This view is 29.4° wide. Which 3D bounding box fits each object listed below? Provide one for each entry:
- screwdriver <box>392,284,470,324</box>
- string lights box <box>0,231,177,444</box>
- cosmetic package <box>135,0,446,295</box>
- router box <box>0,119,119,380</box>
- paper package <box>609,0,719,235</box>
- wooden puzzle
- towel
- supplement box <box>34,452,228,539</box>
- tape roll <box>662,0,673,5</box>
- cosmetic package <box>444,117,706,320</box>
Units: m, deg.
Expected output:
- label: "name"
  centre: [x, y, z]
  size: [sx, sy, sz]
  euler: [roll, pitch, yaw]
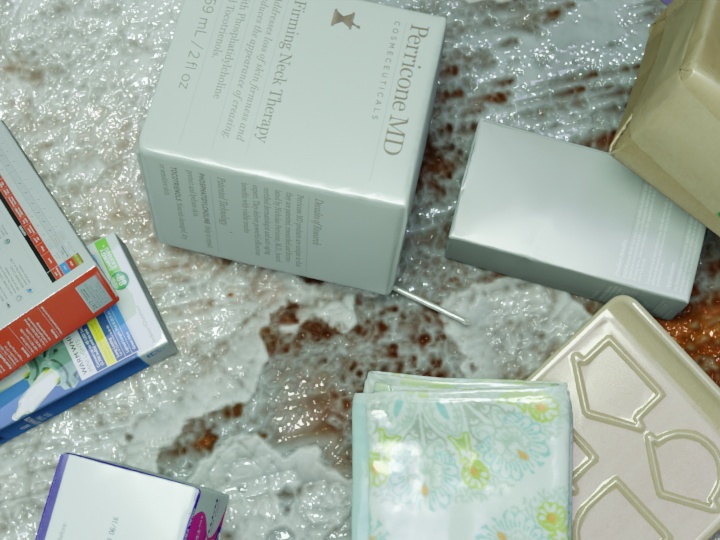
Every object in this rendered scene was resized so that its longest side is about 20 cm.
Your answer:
- label: "screwdriver"
  centre: [0.000, 0.000, 1.124]
  size: [0.199, 0.029, 0.028]
  euler: [25, 81, 10]
- label: "string lights box"
  centre: [-0.260, 0.064, 1.103]
  size: [0.199, 0.059, 0.103]
  euler: [-28, 80, -4]
- label: "cosmetic package"
  centre: [-0.049, -0.105, 1.063]
  size: [0.198, 0.167, 0.169]
  euler: [12, 66, 3]
- label: "router box"
  centre: [-0.311, -0.003, 1.073]
  size: [0.179, 0.049, 0.200]
  euler: [-34, 53, -8]
- label: "paper package"
  centre: [0.307, -0.110, 1.040]
  size: [0.199, 0.104, 0.191]
  euler: [35, 44, -6]
- label: "wooden puzzle"
  centre: [0.199, 0.150, 1.084]
  size: [0.200, 0.046, 0.185]
  euler: [-44, 82, 6]
- label: "towel"
  centre: [0.078, 0.180, 1.059]
  size: [0.170, 0.048, 0.202]
  euler: [1, 91, 13]
- label: "supplement box"
  centre: [-0.166, 0.198, 1.008]
  size: [0.103, 0.200, 0.102]
  euler: [14, 81, 2]
- label: "tape roll"
  centre: [0.327, -0.309, 1.151]
  size: [0.198, 0.085, 0.202]
  euler: [0, 81, 1]
- label: "cosmetic package"
  centre: [0.174, -0.040, 1.105]
  size: [0.198, 0.090, 0.108]
  euler: [17, 79, 7]
